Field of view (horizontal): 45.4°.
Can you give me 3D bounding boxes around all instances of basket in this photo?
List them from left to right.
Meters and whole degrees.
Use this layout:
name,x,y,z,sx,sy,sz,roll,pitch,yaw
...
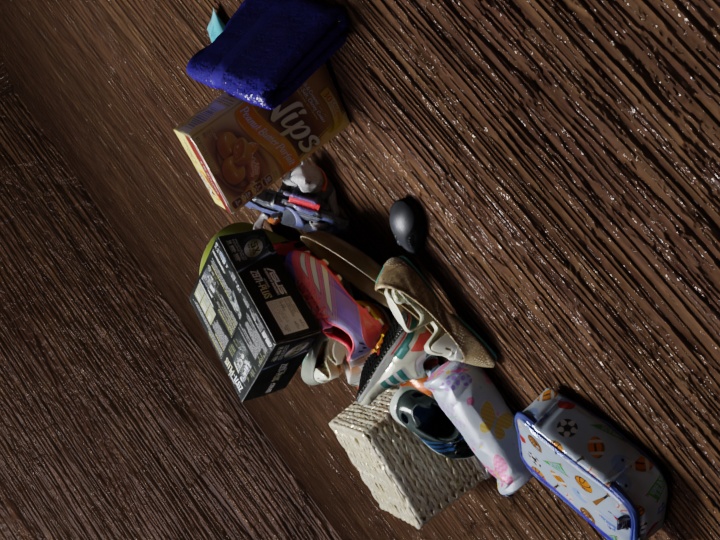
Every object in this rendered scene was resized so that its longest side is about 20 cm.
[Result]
name,x,y,z,sx,sy,sz,roll,pitch,yaw
basket,0.078,0.288,1.432,0.201,0.160,0.198,60,161,-8

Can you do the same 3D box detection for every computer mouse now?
name,x,y,z,sx,sy,sz,roll,pitch,yaw
computer mouse,0.056,-0.028,1.162,0.059,0.034,0.201,45,159,25

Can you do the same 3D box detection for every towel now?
name,x,y,z,sx,sy,sz,roll,pitch,yaw
towel,-0.111,-0.261,1.026,0.199,0.148,0.050,31,168,49

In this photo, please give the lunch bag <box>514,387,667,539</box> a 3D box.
name,x,y,z,sx,sy,sz,roll,pitch,yaw
lunch bag,0.275,0.245,1.029,0.200,0.075,0.161,41,158,37

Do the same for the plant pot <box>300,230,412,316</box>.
name,x,y,z,sx,sy,sz,roll,pitch,yaw
plant pot,0.000,0.000,1.252,0.199,0.028,0.200,36,174,5

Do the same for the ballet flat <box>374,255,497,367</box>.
name,x,y,z,sx,sy,sz,roll,pitch,yaw
ballet flat,0.094,0.071,1.144,0.200,0.065,0.071,45,163,3

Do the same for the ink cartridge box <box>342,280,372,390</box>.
name,x,y,z,sx,sy,sz,roll,pitch,yaw
ink cartridge box,-0.028,0.127,1.506,0.201,0.050,0.164,106,149,-61

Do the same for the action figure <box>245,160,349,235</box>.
name,x,y,z,sx,sy,sz,roll,pitch,yaw
action figure,-0.111,-0.112,1.305,0.198,0.106,0.194,20,155,-10

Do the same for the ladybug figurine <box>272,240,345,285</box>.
name,x,y,z,sx,sy,sz,roll,pitch,yaw
ladybug figurine,-0.112,0.004,1.396,0.198,0.137,0.072,3,141,32

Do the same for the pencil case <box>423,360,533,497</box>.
name,x,y,z,sx,sy,sz,roll,pitch,yaw
pencil case,0.173,0.210,1.196,0.201,0.083,0.091,55,165,3

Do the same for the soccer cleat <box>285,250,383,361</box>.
name,x,y,z,sx,sy,sz,roll,pitch,yaw
soccer cleat,-0.052,0.048,1.276,0.200,0.076,0.067,43,152,16

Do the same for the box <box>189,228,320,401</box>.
name,x,y,z,sx,sy,sz,roll,pitch,yaw
box,-0.165,0.067,1.316,0.201,0.085,0.164,57,138,24

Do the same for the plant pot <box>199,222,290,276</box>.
name,x,y,z,sx,sy,sz,roll,pitch,yaw
plant pot,-0.158,0.016,1.559,0.198,0.187,0.189,10,134,42

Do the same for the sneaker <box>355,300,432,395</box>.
name,x,y,z,sx,sy,sz,roll,pitch,yaw
sneaker,0.044,0.125,1.345,0.200,0.073,0.077,42,-165,28

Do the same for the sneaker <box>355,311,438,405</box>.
name,x,y,z,sx,sy,sz,roll,pitch,yaw
sneaker,0.061,0.147,1.268,0.092,0.071,0.201,22,133,-8

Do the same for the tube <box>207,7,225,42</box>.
name,x,y,z,sx,sy,sz,roll,pitch,yaw
tube,-0.177,-0.287,1.283,0.202,0.050,0.077,61,156,-1

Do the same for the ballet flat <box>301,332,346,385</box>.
name,x,y,z,sx,sy,sz,roll,pitch,yaw
ballet flat,-0.053,0.139,1.385,0.064,0.067,0.201,54,147,34

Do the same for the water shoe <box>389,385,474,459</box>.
name,x,y,z,sx,sy,sz,roll,pitch,yaw
water shoe,0.126,0.239,1.272,0.199,0.072,0.079,31,177,-33

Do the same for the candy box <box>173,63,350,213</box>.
name,x,y,z,sx,sy,sz,roll,pitch,yaw
candy box,-0.118,-0.179,1.069,0.055,0.199,0.116,31,154,49
